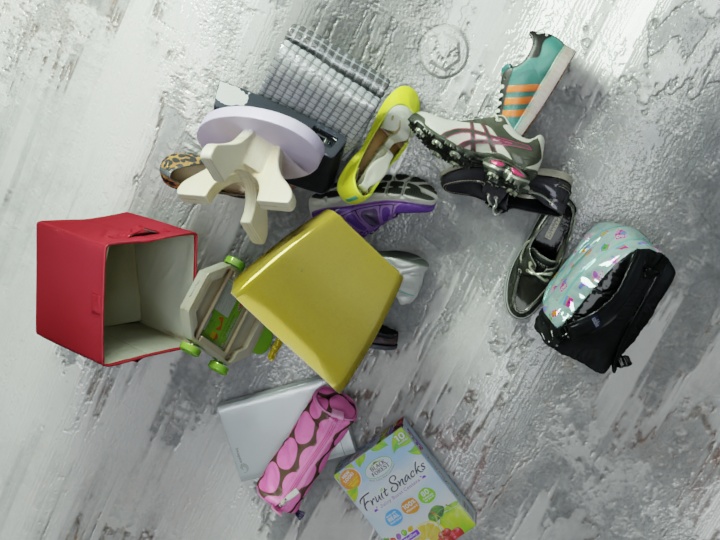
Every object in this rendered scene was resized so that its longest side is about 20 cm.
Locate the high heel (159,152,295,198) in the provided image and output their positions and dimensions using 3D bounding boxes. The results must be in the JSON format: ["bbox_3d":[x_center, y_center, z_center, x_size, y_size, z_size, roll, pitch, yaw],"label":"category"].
[{"bbox_3d":[-0.193,-0.134,1.586,0.196,0.143,0.073,10,104,4],"label":"high heel"}]

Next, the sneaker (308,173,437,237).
[{"bbox_3d":[0.022,-0.092,1.618,0.196,0.081,0.085,-5,116,17],"label":"sneaker"}]

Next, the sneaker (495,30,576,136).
[{"bbox_3d":[0.225,-0.250,1.556,0.079,0.071,0.202,34,101,6],"label":"sneaker"}]

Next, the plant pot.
[{"bbox_3d":[-0.050,0.025,1.516,0.200,0.200,0.177,43,90,-7],"label":"plant pot"}]

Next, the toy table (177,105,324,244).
[{"bbox_3d":[-0.156,-0.138,1.483,0.197,0.118,0.184,-1,142,36],"label":"toy table"}]

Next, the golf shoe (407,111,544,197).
[{"bbox_3d":[0.163,-0.183,1.517,0.198,0.077,0.089,28,83,5],"label":"golf shoe"}]

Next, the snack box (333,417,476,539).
[{"bbox_3d":[0.072,0.357,1.713,0.141,0.053,0.201,-36,96,12],"label":"snack box"}]

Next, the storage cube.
[{"bbox_3d":[-0.363,0.022,1.593,0.178,0.170,0.204,17,108,39],"label":"storage cube"}]

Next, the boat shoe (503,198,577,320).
[{"bbox_3d":[0.265,-0.016,1.601,0.070,0.064,0.203,20,104,2],"label":"boat shoe"}]

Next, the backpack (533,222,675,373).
[{"bbox_3d":[0.354,0.033,1.560,0.165,0.127,0.201,22,108,-38],"label":"backpack"}]

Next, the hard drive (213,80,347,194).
[{"bbox_3d":[-0.123,-0.184,1.545,0.197,0.135,0.043,24,61,1],"label":"hard drive"}]

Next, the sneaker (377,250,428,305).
[{"bbox_3d":[0.000,0.000,1.633,0.197,0.071,0.082,15,107,2],"label":"sneaker"}]

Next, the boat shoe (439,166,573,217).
[{"bbox_3d":[0.206,-0.113,1.562,0.196,0.073,0.064,5,74,19],"label":"boat shoe"}]

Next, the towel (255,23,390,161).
[{"bbox_3d":[-0.062,-0.244,1.536,0.164,0.200,0.086,29,60,-7],"label":"towel"}]

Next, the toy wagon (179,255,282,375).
[{"bbox_3d":[-0.193,0.079,1.640,0.039,0.200,0.157,15,71,40],"label":"toy wagon"}]

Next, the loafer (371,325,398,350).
[{"bbox_3d":[-0.033,0.069,1.654,0.197,0.072,0.064,16,100,6],"label":"loafer"}]

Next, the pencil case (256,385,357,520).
[{"bbox_3d":[-0.081,0.281,1.666,0.090,0.094,0.202,30,103,-1],"label":"pencil case"}]

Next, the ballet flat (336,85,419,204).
[{"bbox_3d":[0.038,-0.180,1.553,0.067,0.067,0.202,37,78,-21],"label":"ballet flat"}]

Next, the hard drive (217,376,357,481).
[{"bbox_3d":[-0.117,0.252,1.725,0.197,0.027,0.134,-15,101,10],"label":"hard drive"}]
